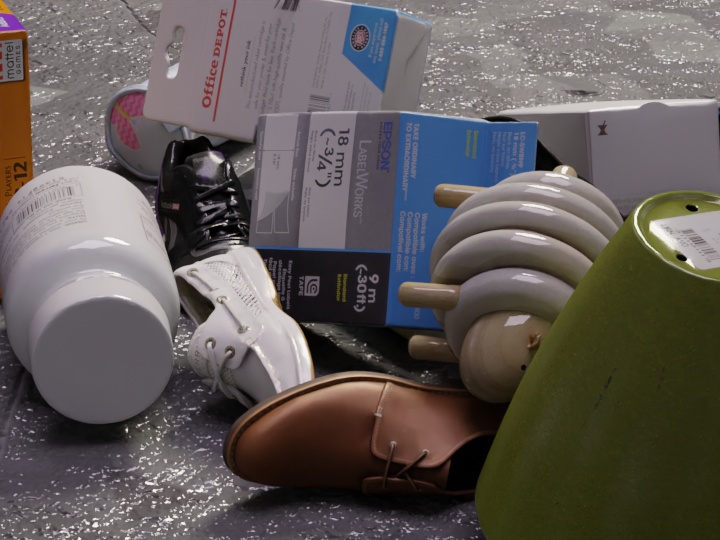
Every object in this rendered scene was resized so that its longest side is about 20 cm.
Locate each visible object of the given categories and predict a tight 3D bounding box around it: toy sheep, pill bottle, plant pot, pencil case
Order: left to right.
[{"bbox_3d":[-0.178,0.017,1.442,0.114,0.115,0.200,-3,24,-11],"label":"pill bottle"},{"bbox_3d":[-0.129,-0.142,1.846,0.091,0.083,0.200,-9,15,35],"label":"pencil case"},{"bbox_3d":[0.103,0.002,1.356,0.138,0.138,0.200,8,50,13],"label":"toy sheep"},{"bbox_3d":[0.173,0.065,1.212,0.187,0.200,0.187,8,33,-5],"label":"plant pot"}]

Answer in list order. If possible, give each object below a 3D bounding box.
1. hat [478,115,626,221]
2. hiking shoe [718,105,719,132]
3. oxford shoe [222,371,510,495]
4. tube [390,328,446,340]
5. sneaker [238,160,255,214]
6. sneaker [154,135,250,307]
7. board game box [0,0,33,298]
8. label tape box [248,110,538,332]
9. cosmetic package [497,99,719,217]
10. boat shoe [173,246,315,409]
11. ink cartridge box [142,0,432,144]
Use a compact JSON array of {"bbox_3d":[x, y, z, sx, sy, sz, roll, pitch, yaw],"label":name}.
[{"bbox_3d":[0.105,-0.014,1.511,0.081,0.201,0.200,-44,42,-18],"label":"hat"},{"bbox_3d":[0.330,-0.115,1.789,0.087,0.075,0.200,-10,-11,1],"label":"hiking shoe"},{"bbox_3d":[0.018,0.105,1.316,0.200,0.071,0.071,-4,28,-16],"label":"oxford shoe"},{"bbox_3d":[0.000,0.000,1.580,0.058,0.052,0.200,40,-7,-38],"label":"tube"},{"bbox_3d":[-0.054,-0.096,1.746,0.074,0.087,0.200,12,27,17],"label":"sneaker"},{"bbox_3d":[-0.115,-0.038,1.604,0.076,0.088,0.200,-6,25,-18],"label":"sneaker"},{"bbox_3d":[-0.355,-0.098,1.581,0.200,0.200,0.200,-7,25,-20],"label":"board game box"},{"bbox_3d":[0.016,-0.034,1.471,0.200,0.144,0.063,2,-3,41],"label":"label tape box"},{"bbox_3d":[0.186,-0.087,1.672,0.107,0.085,0.200,-5,6,-14],"label":"cosmetic package"},{"bbox_3d":[-0.077,0.055,1.413,0.069,0.071,0.200,-9,31,-16],"label":"boat shoe"},{"bbox_3d":[-0.056,-0.150,1.657,0.200,0.116,0.067,13,4,26],"label":"ink cartridge box"}]
